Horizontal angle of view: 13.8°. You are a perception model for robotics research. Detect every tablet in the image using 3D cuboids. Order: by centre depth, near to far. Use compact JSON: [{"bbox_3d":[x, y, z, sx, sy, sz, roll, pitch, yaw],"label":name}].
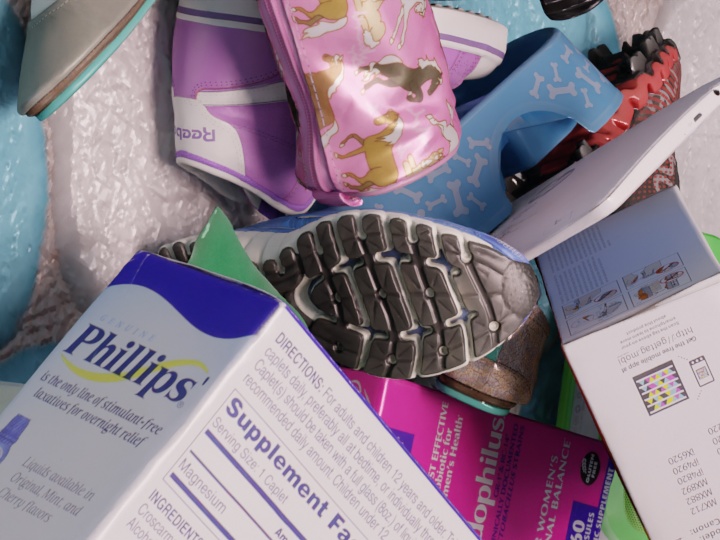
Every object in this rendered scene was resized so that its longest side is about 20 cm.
[{"bbox_3d":[0.083,-0.025,1.396,0.014,0.200,0.130,53,47,-6],"label":"tablet"}]

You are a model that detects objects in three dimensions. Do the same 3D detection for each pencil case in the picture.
[{"bbox_3d":[-0.014,-0.128,1.317,0.083,0.086,0.201,-107,178,-62],"label":"pencil case"}]

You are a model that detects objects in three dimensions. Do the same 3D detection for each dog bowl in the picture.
[{"bbox_3d":[0.048,-0.056,1.472,0.200,0.111,0.050,-42,104,-39],"label":"dog bowl"}]

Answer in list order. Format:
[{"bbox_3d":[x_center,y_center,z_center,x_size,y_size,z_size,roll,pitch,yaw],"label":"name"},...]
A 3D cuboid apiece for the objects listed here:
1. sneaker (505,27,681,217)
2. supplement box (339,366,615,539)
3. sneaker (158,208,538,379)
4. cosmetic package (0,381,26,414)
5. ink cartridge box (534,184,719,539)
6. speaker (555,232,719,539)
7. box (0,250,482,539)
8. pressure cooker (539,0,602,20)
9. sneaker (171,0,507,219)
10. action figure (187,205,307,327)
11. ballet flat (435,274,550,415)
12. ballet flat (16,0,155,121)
[{"bbox_3d":[0.136,-0.051,1.576,0.098,0.071,0.201,56,35,-21],"label":"sneaker"},{"bbox_3d":[0.025,0.112,1.463,0.199,0.103,0.102,18,82,-48],"label":"supplement box"},{"bbox_3d":[0.000,0.000,1.346,0.089,0.199,0.079,-26,111,-48],"label":"sneaker"},{"bbox_3d":[-0.144,0.153,1.275,0.103,0.087,0.201,-51,128,-35],"label":"cosmetic package"},{"bbox_3d":[0.158,0.072,1.403,0.200,0.083,0.176,-91,156,-78],"label":"ink cartridge box"},{"bbox_3d":[0.150,0.077,1.622,0.088,0.088,0.202,12,85,-50],"label":"speaker"},{"bbox_3d":[-0.071,0.131,1.190,0.200,0.105,0.184,-50,127,-16],"label":"box"},{"bbox_3d":[0.070,-0.219,1.425,0.176,0.178,0.201,-45,125,-41],"label":"pressure cooker"},{"bbox_3d":[-0.014,-0.078,1.430,0.200,0.072,0.115,-1,99,-40],"label":"sneaker"},{"bbox_3d":[-0.037,0.079,1.302,0.200,0.055,0.118,45,72,-32],"label":"action figure"},{"bbox_3d":[0.065,0.028,1.452,0.068,0.200,0.068,20,92,-6],"label":"ballet flat"},{"bbox_3d":[-0.106,-0.144,1.323,0.064,0.067,0.200,48,53,-9],"label":"ballet flat"}]
